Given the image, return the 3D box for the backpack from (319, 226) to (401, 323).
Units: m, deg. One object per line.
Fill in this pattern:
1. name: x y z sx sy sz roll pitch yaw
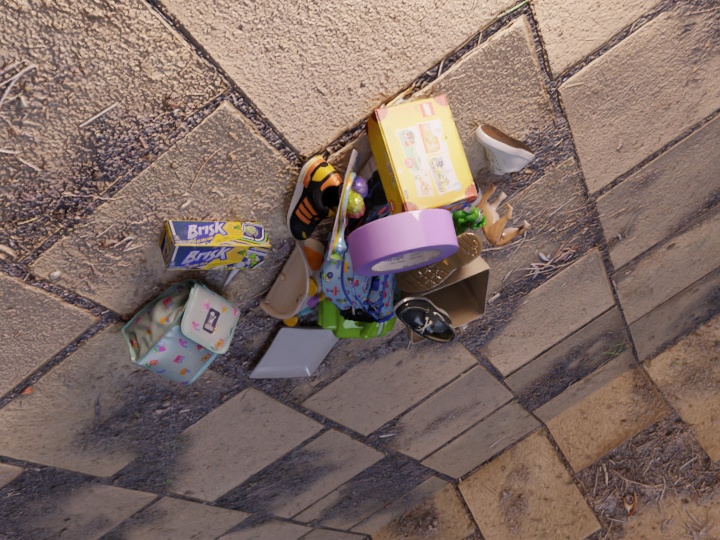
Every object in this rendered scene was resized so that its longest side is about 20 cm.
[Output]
1. backpack: 0.000 0.000 1.484 0.131 0.187 0.200 5 158 26

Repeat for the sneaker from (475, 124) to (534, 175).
1. sneaker: 0.292 -0.242 1.490 0.197 0.074 0.085 13 127 -47

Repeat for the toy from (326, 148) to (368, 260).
1. toy: -0.016 -0.115 1.320 0.115 0.046 0.205 -32 139 -84

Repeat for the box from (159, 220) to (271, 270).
1. box: -0.275 -0.047 1.341 0.196 0.065 0.071 -2 139 -35

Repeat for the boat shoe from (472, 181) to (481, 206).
1. boat shoe: 0.181 -0.126 1.564 0.199 0.073 0.068 -40 147 12

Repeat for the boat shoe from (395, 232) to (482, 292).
1. boat shoe: 0.164 -0.015 1.483 0.197 0.073 0.068 -29 -177 8

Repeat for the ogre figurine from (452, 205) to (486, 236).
1. ogre figurine: 0.164 -0.108 1.466 0.194 0.101 0.120 12 163 10

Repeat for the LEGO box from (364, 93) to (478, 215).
1. LEGO box: 0.109 -0.201 1.287 0.145 0.205 0.077 -14 172 -18

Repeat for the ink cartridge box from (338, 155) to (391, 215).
1. ink cartridge box: 0.044 -0.169 1.447 0.197 0.051 0.161 -27 149 21

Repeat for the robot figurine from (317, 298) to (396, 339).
1. robot figurine: -0.001 0.099 1.668 0.194 0.175 0.120 1 94 -17

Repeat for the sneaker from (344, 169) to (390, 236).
1. sneaker: 0.041 -0.143 1.383 0.198 0.077 0.078 -37 165 29

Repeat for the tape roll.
1. tape roll: 0.076 -0.047 1.275 0.194 0.068 0.200 -12 169 -2

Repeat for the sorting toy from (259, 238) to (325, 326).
1. sorting toy: -0.099 0.024 1.560 0.178 0.107 0.202 -19 151 -50

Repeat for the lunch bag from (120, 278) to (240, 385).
1. lunch bag: -0.358 0.119 1.452 0.199 0.123 0.170 -42 143 5

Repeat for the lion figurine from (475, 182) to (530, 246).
1. lion figurine: 0.288 -0.109 1.562 0.072 0.202 0.123 29 113 -30

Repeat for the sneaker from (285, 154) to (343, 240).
1. sneaker: -0.084 -0.117 1.349 0.069 0.090 0.203 -32 153 -38

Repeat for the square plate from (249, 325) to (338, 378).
1. square plate: -0.163 0.201 1.783 0.196 0.029 0.199 4 135 -39

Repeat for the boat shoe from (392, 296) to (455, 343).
1. boat shoe: 0.145 0.111 1.537 0.076 0.061 0.197 -43 143 24

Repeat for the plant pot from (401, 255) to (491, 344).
1. plant pot: 0.172 0.017 1.647 0.195 0.180 0.202 -20 147 -8
